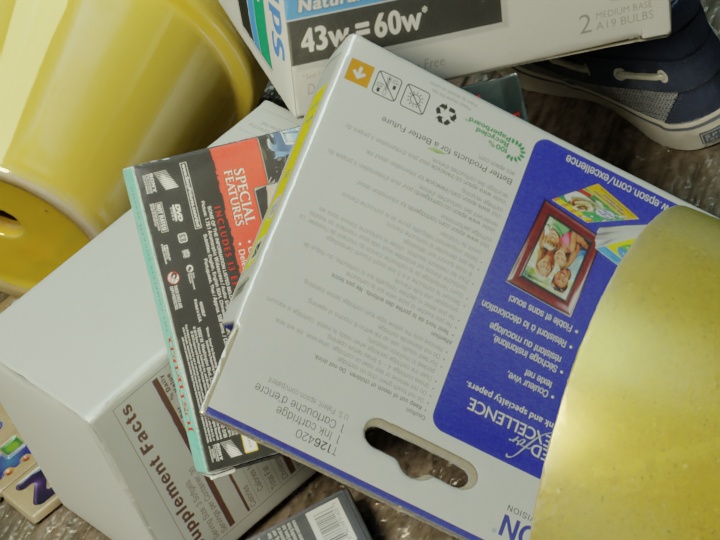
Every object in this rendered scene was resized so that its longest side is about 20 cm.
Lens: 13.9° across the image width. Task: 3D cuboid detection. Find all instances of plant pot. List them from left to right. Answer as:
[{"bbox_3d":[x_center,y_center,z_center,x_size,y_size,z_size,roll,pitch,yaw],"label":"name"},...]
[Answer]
[{"bbox_3d":[-0.160,-0.096,1.592,0.200,0.201,0.190,1,55,32],"label":"plant pot"},{"bbox_3d":[0.168,0.089,1.181,0.141,0.201,0.200,16,51,22],"label":"plant pot"}]

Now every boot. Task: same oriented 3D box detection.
[{"bbox_3d":[0.122,-0.137,1.550,0.073,0.091,0.200,-40,39,-19],"label":"boot"}]

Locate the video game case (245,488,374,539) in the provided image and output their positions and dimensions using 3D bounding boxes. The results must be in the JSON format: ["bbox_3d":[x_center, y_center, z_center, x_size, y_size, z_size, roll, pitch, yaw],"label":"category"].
[{"bbox_3d":[-0.072,0.188,1.329,0.199,0.019,0.143,-28,36,-1],"label":"video game case"}]

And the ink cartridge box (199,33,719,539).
[{"bbox_3d":[0.044,0.023,1.321,0.201,0.197,0.047,-67,11,-22],"label":"ink cartridge box"}]

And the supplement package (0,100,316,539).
[{"bbox_3d":[-0.066,0.033,1.431,0.200,0.118,0.117,-39,38,-18],"label":"supplement package"}]

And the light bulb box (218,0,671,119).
[{"bbox_3d":[0.027,-0.186,1.446,0.197,0.126,0.200,-13,30,-11],"label":"light bulb box"}]

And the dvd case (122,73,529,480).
[{"bbox_3d":[0.000,0.000,1.367,0.199,0.147,0.022,-15,2,-20],"label":"dvd case"}]

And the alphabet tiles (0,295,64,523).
[{"bbox_3d":[-0.186,0.078,1.543,0.200,0.008,0.167,-40,39,-18],"label":"alphabet tiles"}]
